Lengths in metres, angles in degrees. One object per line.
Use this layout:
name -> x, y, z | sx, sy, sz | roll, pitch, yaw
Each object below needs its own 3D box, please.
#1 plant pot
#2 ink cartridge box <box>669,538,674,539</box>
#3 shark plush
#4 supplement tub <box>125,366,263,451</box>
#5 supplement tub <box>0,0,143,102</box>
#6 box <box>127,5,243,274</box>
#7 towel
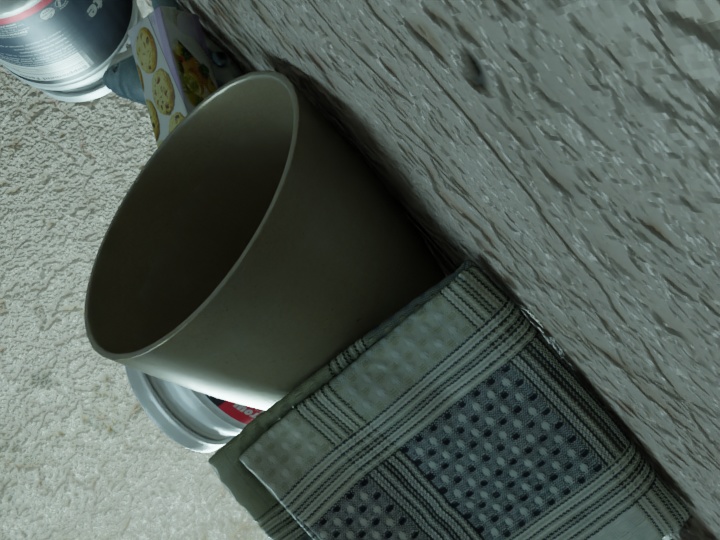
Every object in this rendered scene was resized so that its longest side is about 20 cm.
plant pot -> -0.030, 0.013, 0.717 | 0.200, 0.188, 0.187 | 34, -176, -32
ink cartridge box -> 0.239, 0.290, 0.813 | 0.200, 0.104, 0.059 | 49, 176, -26
shark plush -> -0.122, -0.122, 0.898 | 0.200, 0.083, 0.091 | 46, 176, 27
supplement tub -> -0.084, 0.048, 0.986 | 0.140, 0.200, 0.141 | 45, -158, -23
supplement tub -> -0.277, -0.243, 1.022 | 0.140, 0.140, 0.200 | 47, 176, 18
box -> -0.115, -0.087, 0.824 | 0.039, 0.041, 0.201 | 1, -112, -50
towel -> 0.044, 0.123, 0.646 | 0.193, 0.200, 0.035 | 48, -163, -10
